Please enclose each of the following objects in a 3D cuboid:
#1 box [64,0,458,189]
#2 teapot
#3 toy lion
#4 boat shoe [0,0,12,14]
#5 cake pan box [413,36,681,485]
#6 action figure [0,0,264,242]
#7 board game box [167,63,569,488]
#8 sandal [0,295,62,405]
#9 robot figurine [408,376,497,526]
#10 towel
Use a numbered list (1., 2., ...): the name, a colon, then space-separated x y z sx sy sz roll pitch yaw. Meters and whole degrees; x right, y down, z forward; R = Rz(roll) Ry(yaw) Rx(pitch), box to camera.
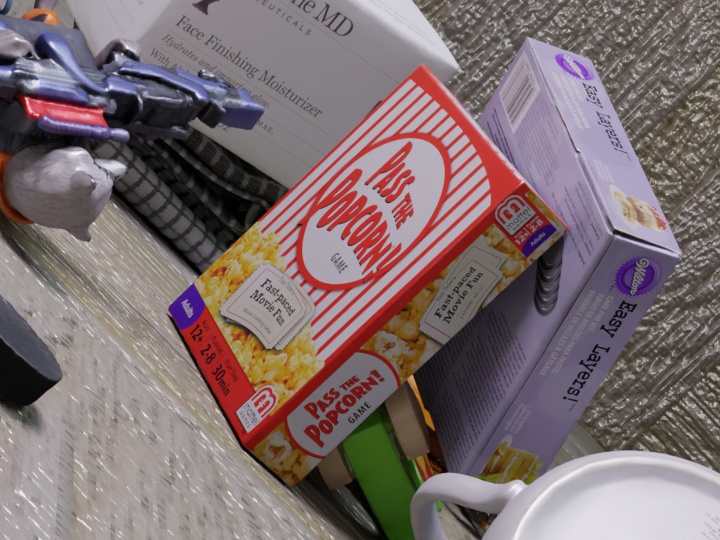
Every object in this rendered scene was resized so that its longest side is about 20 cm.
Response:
1. box: -0.075 -0.171 1.693 0.198 0.131 0.200 31 17 -36
2. teapot: 0.129 0.196 1.359 0.146 0.196 0.201 112 -21 -56
3. toy lion: 0.008 0.084 1.576 0.201 0.068 0.192 -108 175 -46
4. boat shoe: -0.229 -0.158 1.471 0.084 0.069 0.200 48 4 7
5. cake pan box: 0.088 -0.003 1.481 0.052 0.185 0.201 17 29 -25
6. action figure: -0.157 -0.082 1.350 0.199 0.105 0.194 13 30 -34
7. board game box: 0.000 0.000 1.448 0.046 0.200 0.152 43 6 -34
8. sandal: -0.181 -0.035 1.052 0.201 0.048 0.075 47 5 -11
9. robot figurine: 0.048 0.100 1.881 0.200 0.058 0.145 45 7 -23
10. towel: -0.120 -0.088 1.768 0.166 0.086 0.200 44 6 -26
